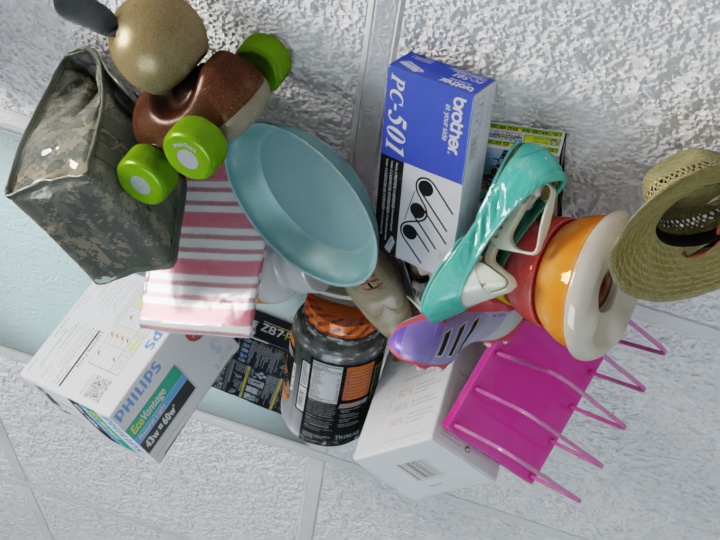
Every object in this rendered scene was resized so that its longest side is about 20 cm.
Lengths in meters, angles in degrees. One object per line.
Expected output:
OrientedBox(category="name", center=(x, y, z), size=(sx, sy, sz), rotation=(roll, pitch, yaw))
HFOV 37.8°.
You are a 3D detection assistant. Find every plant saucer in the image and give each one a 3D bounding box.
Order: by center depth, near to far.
OrientedBox(category="plant saucer", center=(-0.052, -0.073, 1.058), size=(0.199, 0.036, 0.201), rotation=(30, 146, 23))

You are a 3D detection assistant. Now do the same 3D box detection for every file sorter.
OrientedBox(category="file sorter", center=(0.217, 0.130, 1.144), size=(0.139, 0.201, 0.125), rotation=(35, 172, -24))

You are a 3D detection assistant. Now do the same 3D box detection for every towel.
OrientedBox(category="towel", center=(-0.167, -0.026, 1.173), size=(0.145, 0.202, 0.030), rotation=(4, 170, 23))

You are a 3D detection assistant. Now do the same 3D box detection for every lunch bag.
OrientedBox(category="lunch bag", center=(-0.258, -0.115, 1.090), size=(0.117, 0.201, 0.164), rotation=(-12, 141, 18))

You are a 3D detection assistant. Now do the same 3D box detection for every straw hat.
OrientedBox(category="straw hat", center=(0.306, -0.063, 0.953), size=(0.199, 0.086, 0.202), rotation=(-10, 142, -8))

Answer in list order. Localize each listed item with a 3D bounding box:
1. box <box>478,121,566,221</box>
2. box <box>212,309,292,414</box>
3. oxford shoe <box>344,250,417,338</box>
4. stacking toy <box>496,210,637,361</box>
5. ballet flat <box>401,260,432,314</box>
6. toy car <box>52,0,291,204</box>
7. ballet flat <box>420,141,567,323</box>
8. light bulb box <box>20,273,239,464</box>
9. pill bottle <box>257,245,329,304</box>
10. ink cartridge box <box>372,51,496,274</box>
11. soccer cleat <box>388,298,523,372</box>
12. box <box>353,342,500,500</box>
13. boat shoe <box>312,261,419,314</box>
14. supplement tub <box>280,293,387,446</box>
OrientedBox(category="box", center=(0.152, -0.068, 1.080), size=(0.109, 0.035, 0.201), rotation=(10, 145, 16))
OrientedBox(category="box", center=(-0.127, 0.137, 1.509), size=(0.160, 0.049, 0.200), rotation=(23, 146, 0))
OrientedBox(category="oxford shoe", center=(0.000, 0.000, 1.154), size=(0.070, 0.075, 0.201), rotation=(-27, 104, 17))
OrientedBox(category="stacking toy", center=(0.167, -0.006, 1.040), size=(0.199, 0.146, 0.147), rotation=(19, 151, 34))
OrientedBox(category="ballet flat", center=(0.072, 0.003, 1.135), size=(0.068, 0.069, 0.201), rotation=(-18, 114, 17))
OrientedBox(category="toy car", center=(-0.192, -0.197, 0.978), size=(0.157, 0.165, 0.200), rotation=(-19, 121, 44))
OrientedBox(category="ballet flat", center=(0.126, -0.021, 0.976), size=(0.070, 0.201, 0.067), rotation=(39, -162, 32))
OrientedBox(category="light bulb box", center=(-0.306, 0.120, 1.405), size=(0.199, 0.199, 0.125), rotation=(16, 152, 38))
OrientedBox(category="pill bottle", center=(-0.133, -0.017, 1.234), size=(0.199, 0.113, 0.113), rotation=(0, 142, 28))
OrientedBox(category="ink cartridge box", center=(0.067, -0.096, 0.999), size=(0.094, 0.044, 0.201), rotation=(24, 130, 26))
OrientedBox(category="soccer cleat", center=(0.103, 0.048, 1.077), size=(0.067, 0.199, 0.077), rotation=(36, 120, 34))
OrientedBox(category="box", center=(0.100, 0.156, 1.276), size=(0.106, 0.201, 0.152), rotation=(36, 144, -22))
OrientedBox(category="boat shoe", center=(0.028, 0.021, 1.244), size=(0.198, 0.072, 0.060), rotation=(0, 139, 19))
OrientedBox(category="supplement tub", center=(-0.033, 0.115, 1.330), size=(0.122, 0.123, 0.201), rotation=(16, 127, 6))
